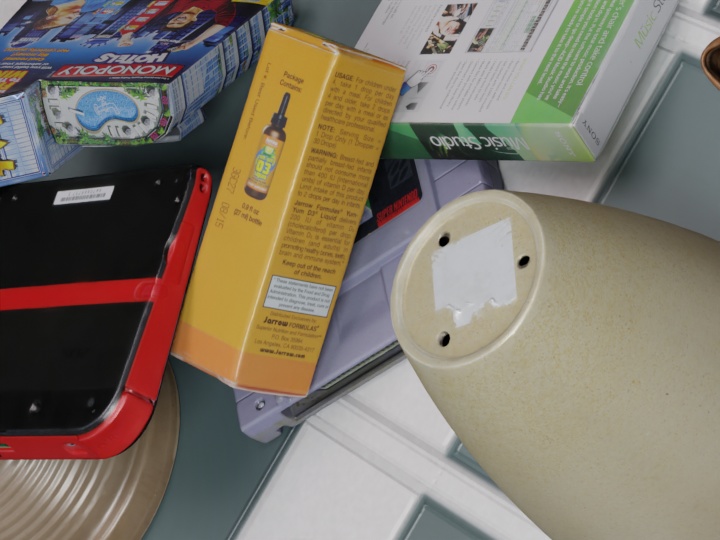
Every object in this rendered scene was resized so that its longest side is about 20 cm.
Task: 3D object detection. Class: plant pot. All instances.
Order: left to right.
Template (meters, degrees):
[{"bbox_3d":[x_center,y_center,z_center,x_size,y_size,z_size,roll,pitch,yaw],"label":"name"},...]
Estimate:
[{"bbox_3d":[-0.214,0.106,1.746,0.200,0.093,0.202,-20,56,32],"label":"plant pot"},{"bbox_3d":[0.111,0.040,1.411,0.187,0.200,0.188,-21,54,32],"label":"plant pot"}]

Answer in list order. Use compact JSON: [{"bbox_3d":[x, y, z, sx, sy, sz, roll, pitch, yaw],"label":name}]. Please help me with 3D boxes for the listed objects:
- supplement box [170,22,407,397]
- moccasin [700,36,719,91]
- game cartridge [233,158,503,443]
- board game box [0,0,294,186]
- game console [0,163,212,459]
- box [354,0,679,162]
[{"bbox_3d":[-0.041,-0.034,1.607,0.066,0.069,0.201,25,102,45],"label":"supplement box"},{"bbox_3d":[0.256,-0.091,1.430,0.201,0.077,0.074,29,114,46],"label":"moccasin"},{"bbox_3d":[0.000,0.000,1.655,0.200,0.038,0.130,-33,53,25],"label":"game cartridge"},{"bbox_3d":[-0.169,-0.113,1.770,0.199,0.062,0.200,3,31,32],"label":"board game box"},{"bbox_3d":[-0.176,0.026,1.666,0.199,0.031,0.178,-4,61,44],"label":"game console"},{"bbox_3d":[0.080,-0.128,1.626,0.199,0.036,0.145,2,54,44],"label":"box"}]
